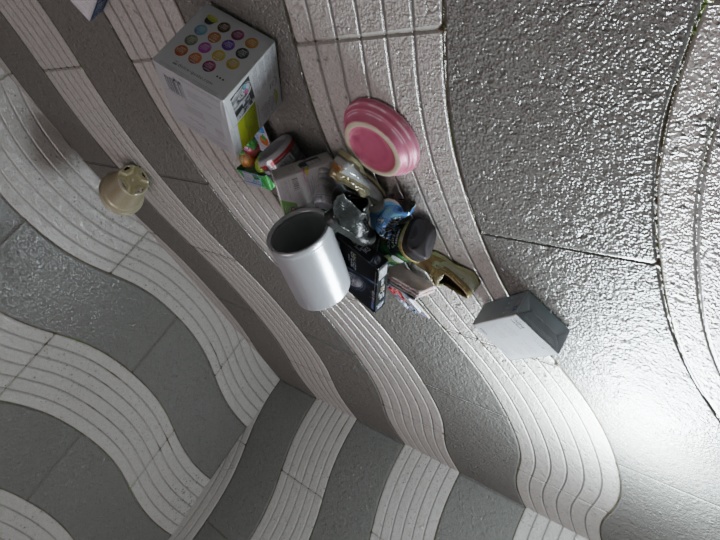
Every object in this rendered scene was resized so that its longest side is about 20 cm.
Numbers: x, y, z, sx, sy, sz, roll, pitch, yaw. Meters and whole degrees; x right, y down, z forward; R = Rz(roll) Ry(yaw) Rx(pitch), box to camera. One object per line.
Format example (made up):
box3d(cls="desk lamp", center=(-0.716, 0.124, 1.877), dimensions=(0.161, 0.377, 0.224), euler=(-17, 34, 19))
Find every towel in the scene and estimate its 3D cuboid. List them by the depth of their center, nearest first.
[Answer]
box3d(cls="towel", center=(0.104, 0.014, 1.639), dimensions=(0.197, 0.033, 0.190), euler=(32, -165, 16))

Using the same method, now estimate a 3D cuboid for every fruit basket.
box3d(cls="fruit basket", center=(-0.304, -0.328, 1.656), dimensions=(0.182, 0.094, 0.202), euler=(20, 148, 36))

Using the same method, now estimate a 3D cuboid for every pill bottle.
box3d(cls="pill bottle", center=(-0.173, -0.251, 1.572), dimensions=(0.114, 0.117, 0.201), euler=(4, 140, 52))

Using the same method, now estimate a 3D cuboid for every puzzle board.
box3d(cls="puzzle board", center=(0.119, 0.068, 1.809), dimensions=(0.200, 0.017, 0.150), euler=(47, 172, -22))

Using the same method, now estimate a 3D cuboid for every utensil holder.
box3d(cls="utensil holder", center=(-0.126, -0.025, 1.474), dimensions=(0.167, 0.170, 0.203), euler=(18, 143, 37))

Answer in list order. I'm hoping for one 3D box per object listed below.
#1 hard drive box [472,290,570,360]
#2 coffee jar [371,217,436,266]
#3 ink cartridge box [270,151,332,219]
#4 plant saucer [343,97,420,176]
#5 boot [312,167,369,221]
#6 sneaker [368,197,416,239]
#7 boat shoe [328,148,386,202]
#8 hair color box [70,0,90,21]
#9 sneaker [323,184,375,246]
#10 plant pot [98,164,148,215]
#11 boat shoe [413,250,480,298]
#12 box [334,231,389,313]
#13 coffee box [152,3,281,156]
box3d(cls="hard drive box", center=(0.407, 0.146, 1.505), dimensions=(0.155, 0.077, 0.199), euler=(42, 156, -9))
box3d(cls="coffee jar", center=(0.109, -0.071, 1.504), dimensions=(0.084, 0.107, 0.198), euler=(29, 161, -25))
box3d(cls="ink cartridge box", center=(-0.118, -0.222, 1.494), dimensions=(0.068, 0.195, 0.120), euler=(-120, 14, -54))
box3d(cls="plant saucer", center=(0.037, -0.281, 1.292), dimensions=(0.198, 0.051, 0.202), euler=(32, 157, 15))
box3d(cls="boot", center=(-0.039, -0.186, 1.457), dimensions=(0.072, 0.099, 0.198), euler=(-1, 166, 35))
box3d(cls="sneaker", center=(0.079, -0.123, 1.447), dimensions=(0.076, 0.093, 0.199), euler=(6, 172, -19))
box3d(cls="boat shoe", center=(-0.010, -0.211, 1.405), dimensions=(0.074, 0.069, 0.199), euler=(39, -178, 41))
box3d(cls="hair color box", center=(-0.705, -0.741, 1.518), dimensions=(0.100, 0.061, 0.198), euler=(47, 156, -22))
box3d(cls="sneaker", center=(-0.009, -0.128, 1.393), dimensions=(0.197, 0.061, 0.103), euler=(24, 132, -39))
box3d(cls="plant pot", center=(-1.004, -0.362, 2.529), dimensions=(0.201, 0.203, 0.181), euler=(46, 144, -21))
box3d(cls="boat shoe", center=(0.216, 0.008, 1.542), dimensions=(0.197, 0.067, 0.075), euler=(25, 155, 27))
box3d(cls="box", center=(0.000, 0.000, 1.547), dimensions=(0.159, 0.043, 0.202), euler=(39, 152, 23))
box3d(cls="coffee box", center=(-0.315, -0.432, 1.341), dimensions=(0.197, 0.200, 0.201), euler=(31, 159, 11))
